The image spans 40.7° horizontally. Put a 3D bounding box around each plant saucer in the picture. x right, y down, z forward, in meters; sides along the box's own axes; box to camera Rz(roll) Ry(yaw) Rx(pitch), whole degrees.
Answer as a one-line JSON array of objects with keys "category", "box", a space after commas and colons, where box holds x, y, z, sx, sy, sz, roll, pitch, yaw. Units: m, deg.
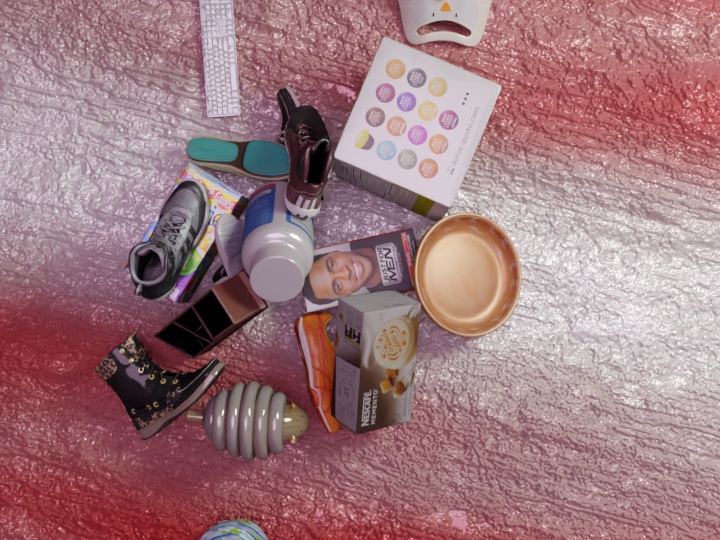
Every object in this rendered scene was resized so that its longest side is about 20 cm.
[{"category": "plant saucer", "box": [0.169, 0.008, 1.570, 0.199, 0.037, 0.202, 2, 84, -24]}]

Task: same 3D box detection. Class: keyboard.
[{"category": "keyboard", "box": [-0.236, -0.359, 1.628, 0.056, 0.011, 0.202, -4, 89, 1]}]

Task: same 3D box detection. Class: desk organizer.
[{"category": "desk organizer", "box": [-0.238, 0.079, 1.527, 0.200, 0.077, 0.072, -35, 87, 43]}]

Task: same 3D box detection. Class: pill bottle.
[{"category": "pill bottle", "box": [-0.128, -0.043, 1.498, 0.111, 0.201, 0.113, -1, 125, -1]}]

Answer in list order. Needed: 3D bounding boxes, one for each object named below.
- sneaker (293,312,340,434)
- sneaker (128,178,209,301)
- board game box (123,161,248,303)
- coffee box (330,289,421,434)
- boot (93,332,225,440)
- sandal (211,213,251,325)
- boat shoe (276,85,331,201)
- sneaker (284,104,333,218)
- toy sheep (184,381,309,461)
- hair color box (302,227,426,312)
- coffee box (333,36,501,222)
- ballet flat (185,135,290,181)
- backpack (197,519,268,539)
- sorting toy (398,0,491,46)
[{"category": "sneaker", "box": [-0.054, 0.167, 1.584, 0.076, 0.073, 0.202, -11, 91, -10]}, {"category": "sneaker", "box": [-0.290, -0.047, 1.465, 0.075, 0.114, 0.201, 23, 89, 0]}, {"category": "board game box", "box": [-0.278, -0.059, 1.574, 0.103, 0.105, 0.201, 31, 90, 1]}, {"category": "coffee box", "box": [0.022, 0.142, 1.526, 0.114, 0.080, 0.202, -6, 109, -34]}, {"category": "boot", "box": [-0.327, 0.165, 1.561, 0.200, 0.073, 0.151, -39, 92, 26]}, {"category": "sandal", "box": [-0.209, -0.007, 1.561, 0.059, 0.079, 0.208, 7, 130, 26]}, {"category": "boat shoe", "box": [-0.106, -0.202, 1.595, 0.060, 0.074, 0.202, -19, 97, -4]}, {"category": "sneaker", "box": [-0.068, -0.189, 1.474, 0.075, 0.116, 0.202, 7, 62, -17]}, {"category": "toy sheep", "box": [-0.181, 0.240, 1.552, 0.198, 0.138, 0.139, -1, 89, 1]}, {"category": "hair color box", "box": [0.000, 0.000, 1.590, 0.198, 0.061, 0.102, -13, 89, 1]}, {"category": "coffee box", "box": [0.082, -0.214, 1.525, 0.196, 0.200, 0.201, 23, 87, 1]}, {"category": "ballet flat", "box": [-0.188, -0.181, 1.587, 0.198, 0.069, 0.070, 14, 89, 14]}, {"category": "backpack", "box": [-0.192, 0.500, 1.552, 0.162, 0.154, 0.202, -18, 76, 7]}, {"category": "sorting toy", "box": [0.141, -0.463, 1.596, 0.198, 0.107, 0.182, 1, 108, 1]}]
